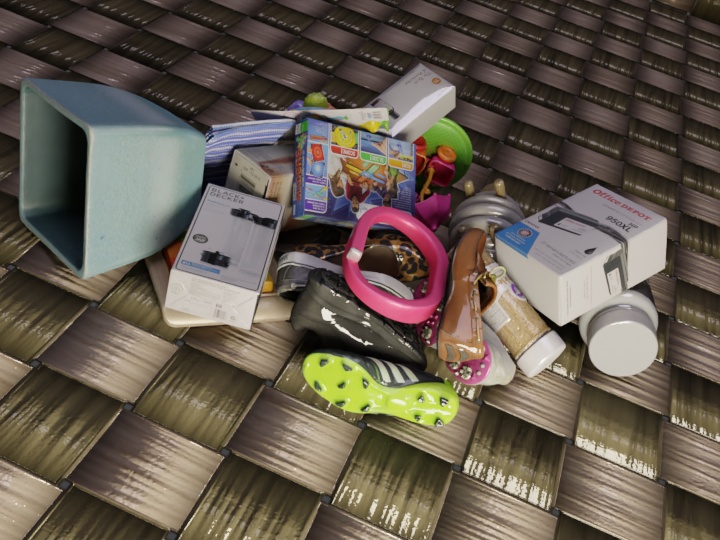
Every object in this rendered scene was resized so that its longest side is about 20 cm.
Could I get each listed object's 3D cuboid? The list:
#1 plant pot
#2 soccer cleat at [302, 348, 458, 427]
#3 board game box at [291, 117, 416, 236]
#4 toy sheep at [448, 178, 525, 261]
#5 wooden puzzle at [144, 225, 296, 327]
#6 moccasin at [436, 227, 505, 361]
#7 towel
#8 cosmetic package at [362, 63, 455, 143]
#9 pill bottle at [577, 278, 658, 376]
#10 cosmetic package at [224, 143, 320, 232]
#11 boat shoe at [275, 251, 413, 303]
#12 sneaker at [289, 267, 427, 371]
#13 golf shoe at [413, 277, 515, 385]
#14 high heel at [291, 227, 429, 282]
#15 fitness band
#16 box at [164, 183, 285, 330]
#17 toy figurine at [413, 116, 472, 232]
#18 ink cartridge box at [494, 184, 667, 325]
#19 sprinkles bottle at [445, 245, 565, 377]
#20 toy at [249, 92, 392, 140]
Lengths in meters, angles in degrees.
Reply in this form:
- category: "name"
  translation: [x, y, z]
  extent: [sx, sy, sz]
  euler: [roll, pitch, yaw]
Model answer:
- category: "plant pot"
  translation: [-0.317, -0.134, 1.198]
  extent: [0.197, 0.200, 0.194]
  euler: [-14, 35, -42]
- category: "soccer cleat"
  translation: [0.024, 0.139, 1.108]
  extent: [0.195, 0.069, 0.081]
  euler: [17, 17, -2]
- category: "board game box"
  translation: [-0.005, -0.130, 1.306]
  extent: [0.197, 0.139, 0.034]
  euler: [8, -10, -36]
- category: "toy sheep"
  translation: [0.191, -0.050, 1.364]
  extent: [0.135, 0.139, 0.203]
  euler: [17, 54, 1]
- category: "wooden puzzle"
  translation: [-0.195, -0.007, 1.226]
  extent: [0.181, 0.038, 0.201]
  euler: [-2, 40, -25]
- category: "moccasin"
  translation: [0.145, 0.027, 1.154]
  extent: [0.076, 0.075, 0.204]
  euler: [4, 42, 12]
- category: "towel"
  translation: [-0.195, -0.162, 1.319]
  extent: [0.143, 0.199, 0.024]
  euler: [-15, 78, -39]
- category: "cosmetic package"
  translation: [0.055, -0.238, 1.424]
  extent: [0.082, 0.051, 0.199]
  euler: [38, 67, 24]
- category: "pill bottle"
  translation: [0.369, 0.051, 1.315]
  extent: [0.111, 0.116, 0.202]
  euler: [14, 36, -3]
- category: "cosmetic package"
  translation: [-0.100, -0.124, 1.345]
  extent: [0.087, 0.105, 0.198]
  euler: [36, 33, 29]
- category: "boat shoe"
  translation: [-0.021, 0.037, 1.213]
  extent: [0.196, 0.071, 0.065]
  euler: [15, 53, -16]
- category: "sneaker"
  translation: [-0.003, 0.080, 1.161]
  extent: [0.198, 0.091, 0.076]
  euler: [34, 17, -13]
- category: "golf shoe"
  translation: [0.136, 0.087, 1.223]
  extent: [0.090, 0.076, 0.201]
  euler: [20, 25, -38]
- category: "high heel"
  translation: [0.000, 0.000, 1.264]
  extent: [0.196, 0.073, 0.142]
  euler: [15, 29, 21]
- category: "fitness band"
  translation: [0.049, -0.012, 1.193]
  extent: [0.141, 0.038, 0.201]
  euler: [28, 35, -6]
- category: "box"
  translation: [-0.171, -0.023, 1.171]
  extent: [0.114, 0.061, 0.202]
  euler: [16, 36, -4]
- category: "toy figurine"
  translation: [0.080, -0.143, 1.443]
  extent: [0.196, 0.151, 0.186]
  euler: [21, 43, -10]
- category: "ink cartridge box"
  translation: [0.307, -0.028, 1.267]
  extent: [0.197, 0.086, 0.144]
  euler: [-25, 37, -21]
- category: "sprinkles bottle"
  translation: [0.193, 0.048, 1.242]
  extent: [0.068, 0.069, 0.201]
  euler: [-22, 67, -42]
- category: "toy"
  translation: [-0.052, -0.228, 1.324]
  extent: [0.195, 0.115, 0.048]
  euler: [4, 76, 8]
